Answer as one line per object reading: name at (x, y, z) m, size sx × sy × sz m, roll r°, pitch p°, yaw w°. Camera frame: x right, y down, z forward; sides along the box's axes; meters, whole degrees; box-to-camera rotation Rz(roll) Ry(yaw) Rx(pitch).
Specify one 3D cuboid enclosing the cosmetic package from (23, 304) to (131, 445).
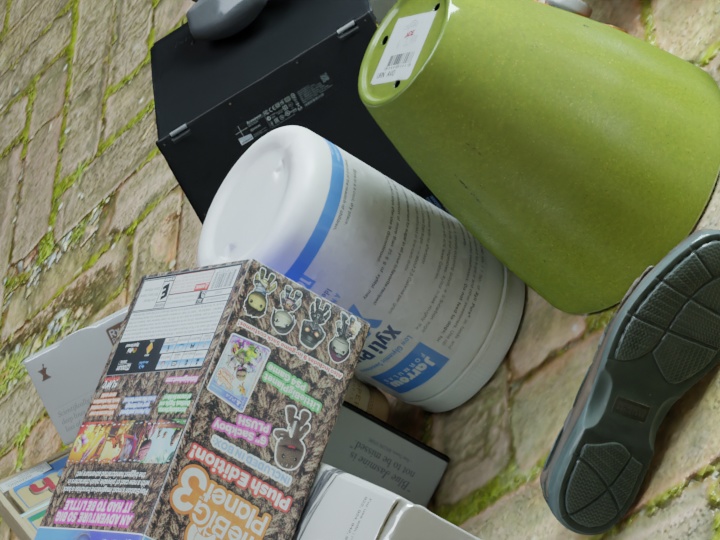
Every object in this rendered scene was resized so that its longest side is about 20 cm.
cosmetic package at (-0.151, 0.060, 1.653) m, size 0.101 × 0.074 × 0.200 m, roll -26°, pitch 0°, yaw 23°

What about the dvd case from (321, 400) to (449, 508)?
dvd case at (-0.046, 0.182, 1.518) m, size 0.201 × 0.142 × 0.018 m, roll -62°, pitch 8°, yaw -4°

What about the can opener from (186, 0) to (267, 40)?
can opener at (-0.042, -0.225, 1.644) m, size 0.199 × 0.053 × 0.067 m, roll -21°, pitch 70°, yaw 24°

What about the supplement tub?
supplement tub at (0.000, 0.000, 1.547) m, size 0.132 × 0.199 × 0.133 m, roll -41°, pitch 32°, yaw 33°

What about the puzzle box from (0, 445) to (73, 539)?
puzzle box at (-0.150, 0.140, 1.572) m, size 0.199 × 0.026 × 0.133 m, roll -26°, pitch 25°, yaw -18°

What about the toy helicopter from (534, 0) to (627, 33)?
toy helicopter at (0.138, -0.220, 1.641) m, size 0.199 × 0.079 × 0.133 m, roll -14°, pitch 63°, yaw 42°

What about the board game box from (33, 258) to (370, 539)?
board game box at (-0.102, 0.107, 1.412) m, size 0.159 × 0.096 × 0.201 m, roll -7°, pitch 58°, yaw 59°

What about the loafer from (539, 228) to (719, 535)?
loafer at (0.163, 0.060, 1.359) m, size 0.201 × 0.072 × 0.063 m, roll -61°, pitch 21°, yaw 3°

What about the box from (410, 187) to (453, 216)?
box at (-0.003, -0.037, 1.677) m, size 0.199 × 0.060 × 0.117 m, roll -36°, pitch 32°, yaw 6°

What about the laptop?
laptop at (-0.047, -0.122, 1.658) m, size 0.186 × 0.201 × 0.116 m, roll -30°, pitch 2°, yaw 15°

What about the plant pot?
plant pot at (0.103, -0.099, 1.465) m, size 0.187 × 0.199 × 0.188 m, roll -40°, pitch 34°, yaw 34°

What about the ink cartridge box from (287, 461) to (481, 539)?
ink cartridge box at (0.016, 0.186, 1.401) m, size 0.084 × 0.145 × 0.200 m, roll -63°, pitch 26°, yaw -6°

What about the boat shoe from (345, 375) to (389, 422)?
boat shoe at (-0.031, 0.107, 1.650) m, size 0.200 × 0.064 × 0.072 m, roll 166°, pitch 123°, yaw -76°

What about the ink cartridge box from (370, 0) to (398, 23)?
ink cartridge box at (0.052, -0.274, 1.784) m, size 0.083 × 0.145 × 0.201 m, roll -29°, pitch 40°, yaw 47°
